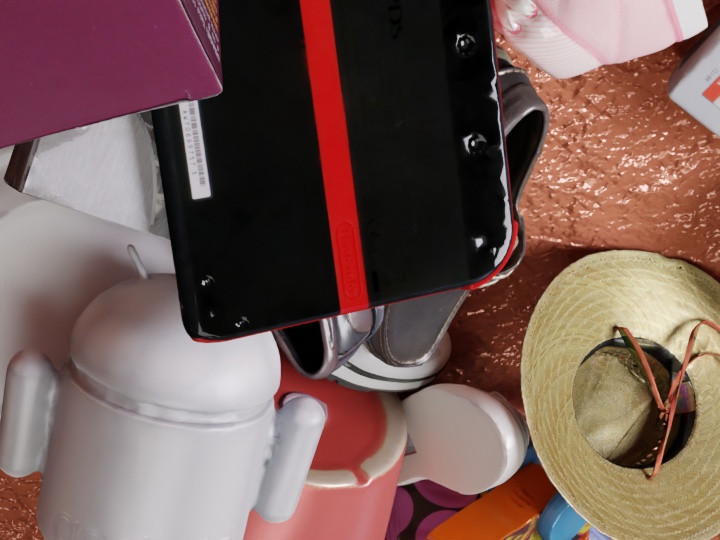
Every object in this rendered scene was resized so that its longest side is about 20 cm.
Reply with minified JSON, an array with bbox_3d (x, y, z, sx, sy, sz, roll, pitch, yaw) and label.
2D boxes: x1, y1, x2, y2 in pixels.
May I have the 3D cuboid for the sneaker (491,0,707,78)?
[{"bbox_3d":[0.095,-0.164,0.812,0.104,0.076,0.200,-22,142,10],"label":"sneaker"}]

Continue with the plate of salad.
[{"bbox_3d":[-0.163,0.017,0.942,0.199,0.048,0.201,-7,113,-17],"label":"plate of salad"}]

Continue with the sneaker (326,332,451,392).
[{"bbox_3d":[0.000,0.000,0.997,0.200,0.076,0.115,27,132,-31],"label":"sneaker"}]

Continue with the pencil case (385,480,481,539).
[{"bbox_3d":[0.046,0.214,1.161,0.091,0.201,0.094,-29,137,25],"label":"pencil case"}]

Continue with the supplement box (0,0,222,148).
[{"bbox_3d":[-0.134,-0.157,0.694,0.130,0.201,0.103,-14,140,7],"label":"supplement box"}]

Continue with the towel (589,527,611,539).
[{"bbox_3d":[0.106,0.260,1.228,0.200,0.147,0.024,-45,179,-7],"label":"towel"}]

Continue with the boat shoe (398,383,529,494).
[{"bbox_3d":[0.065,0.105,1.089,0.068,0.072,0.200,-22,174,-24],"label":"boat shoe"}]

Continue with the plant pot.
[{"bbox_3d":[-0.064,0.144,1.085,0.200,0.201,0.178,10,129,-19],"label":"plant pot"}]

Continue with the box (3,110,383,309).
[{"bbox_3d":[-0.056,-0.085,0.836,0.199,0.048,0.159,19,91,-25],"label":"box"}]

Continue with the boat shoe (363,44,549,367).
[{"bbox_3d":[0.048,-0.024,0.928,0.074,0.073,0.201,-9,127,-35],"label":"boat shoe"}]

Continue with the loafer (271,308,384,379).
[{"bbox_3d":[-0.052,-0.033,0.899,0.072,0.063,0.200,-19,112,32],"label":"loafer"}]

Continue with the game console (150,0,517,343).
[{"bbox_3d":[-0.014,-0.075,0.817,0.176,0.031,0.201,-11,103,-15],"label":"game console"}]

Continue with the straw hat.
[{"bbox_3d":[0.162,0.087,1.069,0.200,0.202,0.085,16,159,-25],"label":"straw hat"}]

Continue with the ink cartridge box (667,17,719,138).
[{"bbox_3d":[0.285,-0.090,0.881,0.200,0.050,0.162,40,130,-1],"label":"ink cartridge box"}]

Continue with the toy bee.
[{"bbox_3d":[0.130,0.166,1.138,0.199,0.131,0.109,-19,139,-10],"label":"toy bee"}]

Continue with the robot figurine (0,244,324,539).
[{"bbox_3d":[-0.106,0.087,0.899,0.169,0.113,0.201,9,108,-13],"label":"robot figurine"}]
